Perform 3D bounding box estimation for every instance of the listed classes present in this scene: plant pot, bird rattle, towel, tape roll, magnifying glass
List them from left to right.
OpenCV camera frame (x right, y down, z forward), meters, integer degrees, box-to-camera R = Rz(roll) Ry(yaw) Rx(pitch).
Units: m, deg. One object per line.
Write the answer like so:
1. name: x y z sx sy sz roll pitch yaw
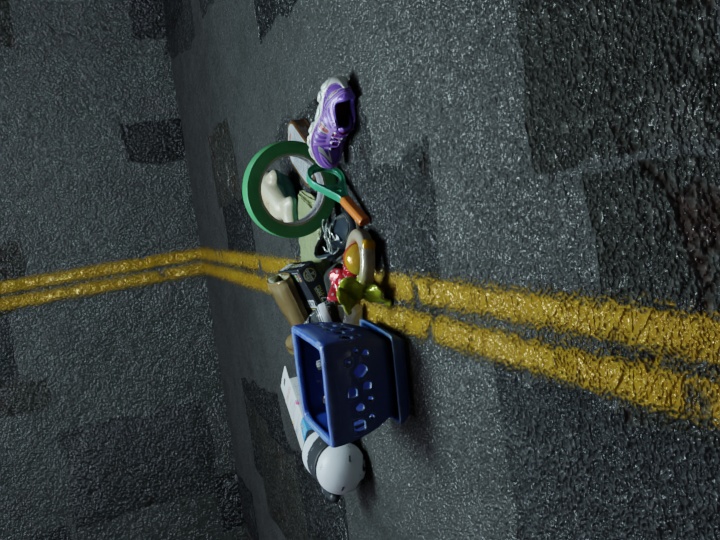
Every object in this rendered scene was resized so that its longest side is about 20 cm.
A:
1. tape roll: -0.149 -0.171 1.790 0.048 0.197 0.204 -163 64 -69
2. towel: -0.106 -0.076 1.964 0.148 0.036 0.203 -139 44 -59
3. magnifying glass: -0.043 -0.155 1.708 0.201 0.079 0.023 51 143 36
4. plant pot: -0.014 0.201 1.629 0.200 0.177 0.204 -159 61 -67
5. bird rattle: 0.000 0.000 1.670 0.200 0.111 0.166 -121 37 -73

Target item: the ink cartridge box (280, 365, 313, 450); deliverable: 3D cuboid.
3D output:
1. ink cartridge box: -0.149 0.358 2.256 0.116 0.067 0.202 106 148 -51

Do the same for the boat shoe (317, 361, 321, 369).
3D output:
1. boat shoe: -0.101 0.259 2.062 0.202 0.073 0.087 122 134 -66

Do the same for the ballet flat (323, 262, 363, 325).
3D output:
1. ballet flat: -0.033 0.071 1.792 0.069 0.067 0.202 -58 45 50

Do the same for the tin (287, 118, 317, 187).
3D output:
1. tin: -0.123 -0.267 1.918 0.201 0.041 0.114 -124 34 -49

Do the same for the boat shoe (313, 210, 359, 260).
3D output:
1. boat shoe: -0.052 -0.072 1.774 0.200 0.061 0.076 139 121 -67

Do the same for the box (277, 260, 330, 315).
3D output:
1. box: -0.115 0.059 1.969 0.163 0.049 0.200 59 163 -10

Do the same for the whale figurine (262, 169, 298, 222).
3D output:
1. whale figurine: -0.190 -0.170 2.072 0.199 0.102 0.162 31 129 53

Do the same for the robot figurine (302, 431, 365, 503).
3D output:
1. robot figurine: -0.062 0.440 1.974 0.152 0.124 0.200 60 166 -17

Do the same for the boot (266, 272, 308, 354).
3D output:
1. boot: -0.163 0.100 1.997 0.174 0.066 0.202 -1 121 56

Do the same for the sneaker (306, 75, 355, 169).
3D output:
1. sneaker: -0.051 -0.276 1.653 0.084 0.079 0.202 56 150 37

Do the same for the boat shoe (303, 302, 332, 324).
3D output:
1. boat shoe: -0.096 0.126 1.822 0.200 0.065 0.071 107 142 -73
